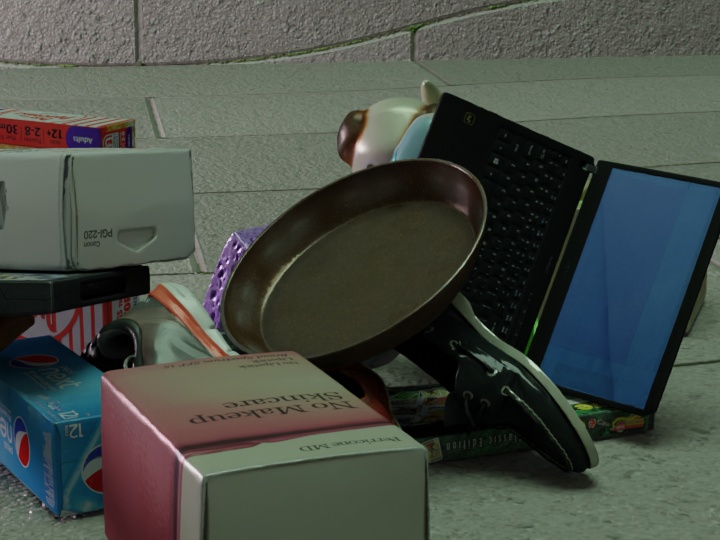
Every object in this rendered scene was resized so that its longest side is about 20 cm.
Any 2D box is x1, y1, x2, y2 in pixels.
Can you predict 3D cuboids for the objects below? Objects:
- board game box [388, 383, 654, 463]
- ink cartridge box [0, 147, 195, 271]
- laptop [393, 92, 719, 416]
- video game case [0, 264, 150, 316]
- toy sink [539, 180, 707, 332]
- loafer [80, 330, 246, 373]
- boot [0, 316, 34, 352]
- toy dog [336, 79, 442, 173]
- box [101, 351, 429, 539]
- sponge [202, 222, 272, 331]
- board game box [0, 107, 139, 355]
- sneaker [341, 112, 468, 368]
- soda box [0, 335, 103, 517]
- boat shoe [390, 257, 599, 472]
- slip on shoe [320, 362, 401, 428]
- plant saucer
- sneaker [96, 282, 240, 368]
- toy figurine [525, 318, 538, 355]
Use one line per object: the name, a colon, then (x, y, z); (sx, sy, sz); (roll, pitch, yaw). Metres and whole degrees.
board game box: (0.096, 0.101, 1.311); (0.200, 0.023, 0.105); (-6, 14, -22)
ink cartridge box: (-0.239, -0.046, 1.324); (0.200, 0.085, 0.146); (4, 6, 31)
laptop: (0.130, -0.014, 1.305); (0.200, 0.177, 0.103); (23, -8, -13)
video game case: (-0.268, 0.013, 1.261); (0.200, 0.026, 0.181); (-1, 3, 13)
toy sink: (0.199, -0.020, 1.624); (0.200, 0.112, 0.130); (4, 13, 17)
loafer: (-0.106, 0.081, 1.329); (0.200, 0.068, 0.070); (1, 49, -35)
boot: (-0.272, 0.086, 1.187); (0.188, 0.068, 0.200); (-12, 19, 36)
toy dog: (0.059, -0.090, 1.671); (0.139, 0.194, 0.200); (8, -8, 19)
box: (-0.058, 0.125, 1.026); (0.128, 0.109, 0.200); (-5, 14, -22)
sponge: (-0.043, 0.002, 1.539); (0.200, 0.112, 0.030); (-13, 47, -43)
board game box: (-0.246, -0.023, 1.452); (0.151, 0.200, 0.046); (7, 16, 29)
sneaker: (0.021, -0.022, 1.354); (0.074, 0.200, 0.082); (21, 7, 32)
soda box: (-0.204, 0.099, 1.230); (0.068, 0.064, 0.200); (-7, 16, -27)
boat shoe: (0.074, 0.075, 1.238); (0.066, 0.075, 0.199); (-36, 65, -16)
slip on shoe: (-0.019, 0.088, 1.243); (0.074, 0.061, 0.200); (-34, 19, -2)
plant saucer: (0.000, 0.000, 1.260); (0.200, 0.034, 0.200); (-21, 34, 15)
sneaker: (-0.108, 0.091, 1.216); (0.082, 0.077, 0.200); (-27, 46, -21)
toy figurine: (0.027, -0.003, 1.450); (0.184, 0.200, 0.150); (-9, 15, 19)
